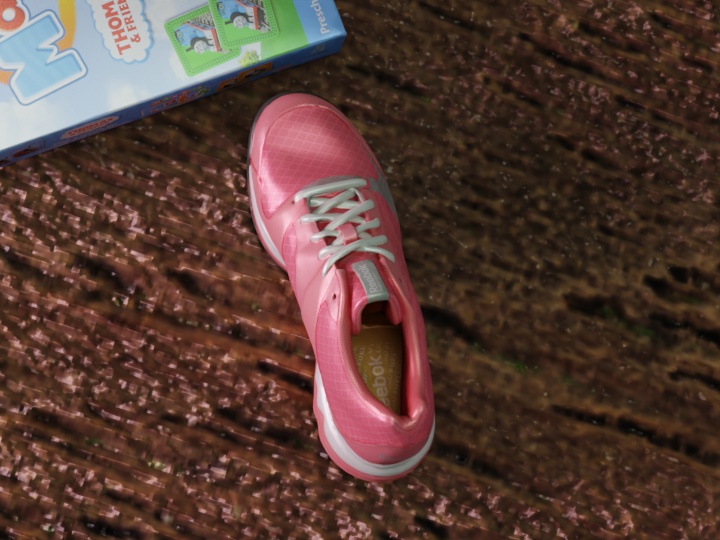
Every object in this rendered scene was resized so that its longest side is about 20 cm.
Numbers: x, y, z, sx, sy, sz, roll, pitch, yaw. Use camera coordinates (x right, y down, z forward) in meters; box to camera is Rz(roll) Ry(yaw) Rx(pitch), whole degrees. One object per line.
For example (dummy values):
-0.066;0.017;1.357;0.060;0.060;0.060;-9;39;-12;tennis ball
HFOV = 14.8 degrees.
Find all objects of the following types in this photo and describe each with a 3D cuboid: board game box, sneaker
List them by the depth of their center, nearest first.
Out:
0.000;0.000;1.363;0.073;0.087;0.201;-15;81;-13;sneaker
-0.126;-0.152;1.400;0.199;0.037;0.152;-20;83;-12;board game box
